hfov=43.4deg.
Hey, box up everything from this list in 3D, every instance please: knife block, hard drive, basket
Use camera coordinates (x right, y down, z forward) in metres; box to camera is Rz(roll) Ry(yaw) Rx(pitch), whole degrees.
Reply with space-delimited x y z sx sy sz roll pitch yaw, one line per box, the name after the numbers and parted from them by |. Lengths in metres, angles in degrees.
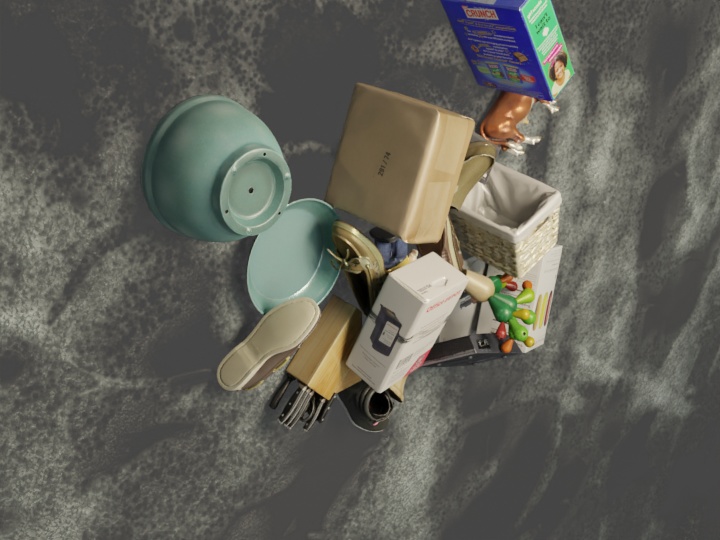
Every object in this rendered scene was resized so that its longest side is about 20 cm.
-0.080 0.163 1.523 0.174 0.064 0.203 -21 124 -38 | knife block
0.201 0.148 1.659 0.199 0.133 0.043 8 69 -56 | hard drive
0.250 -0.096 1.637 0.135 0.199 0.124 -40 140 -23 | basket

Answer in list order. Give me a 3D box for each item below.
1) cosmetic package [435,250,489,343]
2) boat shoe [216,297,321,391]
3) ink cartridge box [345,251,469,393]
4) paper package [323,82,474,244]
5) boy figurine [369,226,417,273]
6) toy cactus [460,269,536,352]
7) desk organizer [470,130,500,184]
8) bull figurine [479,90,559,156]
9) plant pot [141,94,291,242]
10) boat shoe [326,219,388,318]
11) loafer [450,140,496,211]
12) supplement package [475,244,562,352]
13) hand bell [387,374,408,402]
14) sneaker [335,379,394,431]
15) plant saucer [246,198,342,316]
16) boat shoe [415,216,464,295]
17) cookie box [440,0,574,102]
0.189 0.059 1.758 0.149 0.051 0.203 -23 125 -33 | cosmetic package
-0.135 0.117 1.409 0.200 0.072 0.059 -42 155 9 | boat shoe
0.077 0.084 1.500 0.144 0.084 0.202 -25 147 -51 | ink cartridge box
0.056 -0.167 1.403 0.103 0.189 0.203 2 109 -50 | paper package
0.058 0.014 1.592 0.124 0.064 0.203 -29 125 -35 | boy figurine
0.237 0.054 1.600 0.164 0.201 0.102 30 124 -18 | toy cactus
0.149 -0.219 1.557 0.199 0.077 0.073 18 97 -48 | desk organizer
0.299 -0.310 1.661 0.121 0.065 0.201 33 92 -15 | bull figurine
-0.177 -0.124 1.230 0.199 0.133 0.203 -23 125 -37 | plant pot
0.000 0.000 1.461 0.063 0.073 0.201 -49 134 -18 | boat shoe
0.155 -0.138 1.517 0.075 0.068 0.200 14 134 -46 | loafer
0.308 0.042 1.759 0.113 0.108 0.203 -11 113 -59 | supplement package
0.097 0.130 1.652 0.201 0.104 0.104 -50 137 -11 | hand bell
0.025 0.257 1.651 0.071 0.099 0.201 -51 138 -15 | sneaker
-0.108 -0.021 1.425 0.198 0.036 0.203 -23 125 -37 | plant saucer
0.144 -0.046 1.624 0.075 0.074 0.206 -23 104 -57 | boat shoe
0.246 -0.390 1.502 0.076 0.170 0.201 -52 137 -15 | cookie box
